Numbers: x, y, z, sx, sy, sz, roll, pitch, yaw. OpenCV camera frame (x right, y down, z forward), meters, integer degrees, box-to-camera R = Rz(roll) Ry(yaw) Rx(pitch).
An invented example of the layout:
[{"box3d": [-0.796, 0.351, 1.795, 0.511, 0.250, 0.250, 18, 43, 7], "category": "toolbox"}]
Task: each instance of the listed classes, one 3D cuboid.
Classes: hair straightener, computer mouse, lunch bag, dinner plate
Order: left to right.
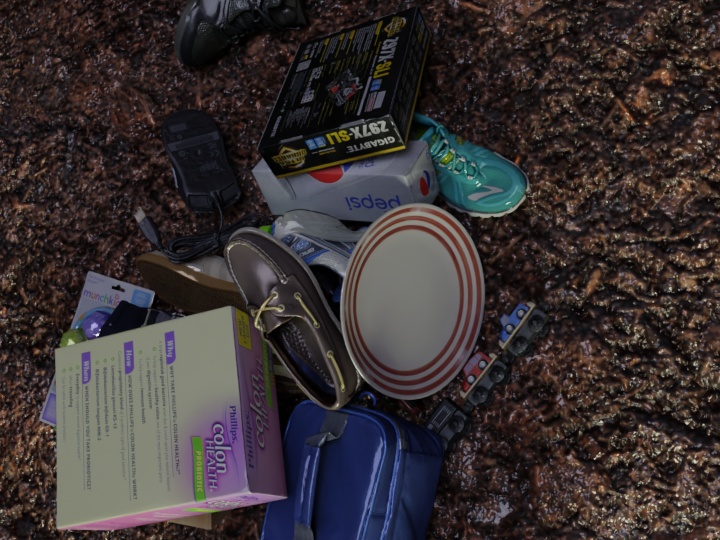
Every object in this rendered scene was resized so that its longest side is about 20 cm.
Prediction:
[{"box3d": [-0.212, -0.096, 0.986, 0.140, 0.046, 0.201, -24, 72, -18], "category": "computer mouse"}, {"box3d": [-0.010, 0.222, 0.822, 0.135, 0.132, 0.201, 6, 82, 37], "category": "lunch bag"}, {"box3d": [0.019, 0.064, 0.906, 0.200, 0.041, 0.077, 45, 110, 25], "category": "hair straightener"}, {"box3d": [0.053, 0.031, 0.833, 0.024, 0.200, 0.201, 7, 81, 50], "category": "dinner plate"}]

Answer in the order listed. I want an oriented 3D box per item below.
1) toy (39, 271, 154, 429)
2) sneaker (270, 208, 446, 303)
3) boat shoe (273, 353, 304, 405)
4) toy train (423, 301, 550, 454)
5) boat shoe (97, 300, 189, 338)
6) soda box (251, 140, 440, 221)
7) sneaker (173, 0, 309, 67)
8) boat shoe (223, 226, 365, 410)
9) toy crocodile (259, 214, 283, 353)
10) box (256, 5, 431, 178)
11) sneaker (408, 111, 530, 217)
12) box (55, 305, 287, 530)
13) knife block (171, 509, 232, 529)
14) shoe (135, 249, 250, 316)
[{"box3d": [-0.339, 0.107, 1.009, 0.115, 0.047, 0.201, 15, 88, 24], "category": "toy"}, {"box3d": [0.000, 0.000, 0.866, 0.199, 0.077, 0.086, 7, 61, -16], "category": "sneaker"}, {"box3d": [-0.084, 0.115, 0.918, 0.201, 0.075, 0.075, 11, 118, 27], "category": "boat shoe"}, {"box3d": [0.132, 0.111, 0.865, 0.046, 0.034, 0.200, 40, 95, 31], "category": "toy train"}, {"box3d": [-0.272, 0.126, 0.934, 0.092, 0.075, 0.201, 18, 52, 0], "category": "boat shoe"}, {"box3d": [-0.018, -0.100, 0.899, 0.199, 0.068, 0.064, 7, 46, 31], "category": "soda box"}, {"box3d": [-0.141, -0.317, 1.005, 0.199, 0.076, 0.114, -44, 64, 1], "category": "sneaker"}, {"box3d": [-0.070, 0.047, 0.794, 0.072, 0.060, 0.200, -33, 95, 28], "category": "boat shoe"}, {"box3d": [-0.083, 0.002, 0.916, 0.067, 0.062, 0.201, -6, 49, 15], "category": "toy crocodile"}, {"box3d": [-0.014, -0.198, 0.894, 0.159, 0.049, 0.201, -9, 45, 25], "category": "box"}, {"box3d": [0.090, -0.122, 0.893, 0.199, 0.080, 0.078, 31, 90, 20], "category": "sneaker"}, {"box3d": [-0.188, 0.150, 0.800, 0.199, 0.097, 0.177, -14, 69, 13], "category": "box"}, {"box3d": [-0.196, 0.192, 0.914, 0.199, 0.064, 0.177, 4, 100, 19], "category": "knife block"}, {"box3d": [-0.184, 0.015, 0.978, 0.199, 0.070, 0.053, 18, 43, 25], "category": "shoe"}]
